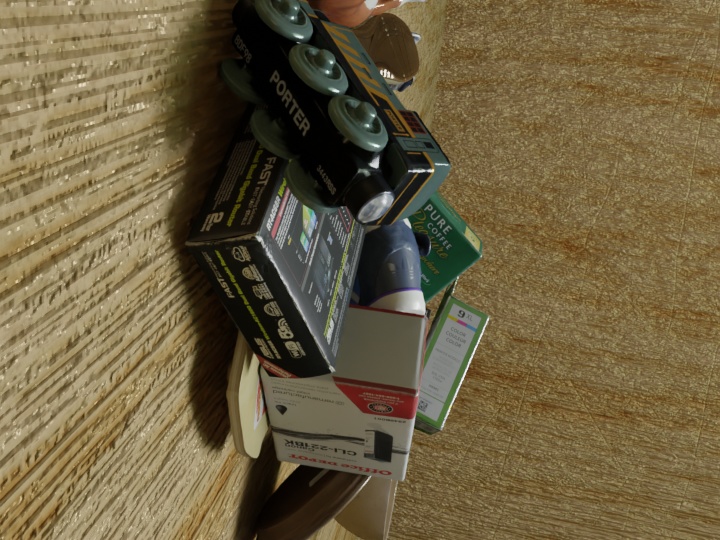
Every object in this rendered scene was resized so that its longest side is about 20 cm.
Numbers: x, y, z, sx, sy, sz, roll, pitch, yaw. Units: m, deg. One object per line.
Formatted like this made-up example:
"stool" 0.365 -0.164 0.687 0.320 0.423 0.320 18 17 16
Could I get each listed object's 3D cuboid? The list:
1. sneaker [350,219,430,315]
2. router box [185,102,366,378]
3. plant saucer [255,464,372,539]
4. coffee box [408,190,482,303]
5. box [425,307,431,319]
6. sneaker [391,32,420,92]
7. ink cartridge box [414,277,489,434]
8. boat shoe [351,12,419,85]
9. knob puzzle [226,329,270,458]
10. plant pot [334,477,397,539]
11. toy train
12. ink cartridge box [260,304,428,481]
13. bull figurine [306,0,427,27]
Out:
"sneaker" 0.000 0.000 0.798 0.200 0.079 0.150 137 -55 -59
"router box" -0.055 -0.039 0.620 0.203 0.060 0.152 -77 153 -43
"plant saucer" -0.048 0.245 0.880 0.199 0.030 0.200 -39 -176 3
"coffee box" 0.027 -0.006 0.850 0.199 0.123 0.044 -42 -172 24
"box" 0.010 0.065 1.012 0.049 0.155 0.200 -65 176 15
"sneaker" 0.014 -0.272 0.871 0.201 0.105 0.072 75 25 -71
"ink cartridge box" 0.108 0.096 0.946 0.104 0.058 0.204 99 16 -75
"boat shoe" -0.006 -0.214 0.787 0.199 0.071 0.074 -38 114 -51
"knob puzzle" -0.098 0.072 0.687 0.220 0.030 0.226 8 90 -86
"plant pot" -0.005 0.359 1.324 0.200 0.131 0.206 8 90 -82
"toy train" -0.020 -0.117 0.547 0.112 0.202 0.086 -4 144 -48
"ink cartridge box" -0.015 0.122 0.748 0.202 0.140 0.085 91 8 -55
"bull figurine" -0.004 -0.246 0.656 0.201 0.118 0.067 -87 162 -73
